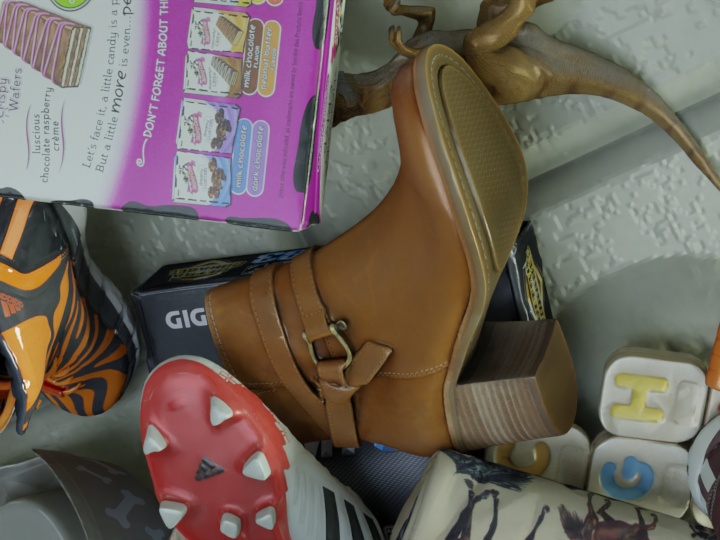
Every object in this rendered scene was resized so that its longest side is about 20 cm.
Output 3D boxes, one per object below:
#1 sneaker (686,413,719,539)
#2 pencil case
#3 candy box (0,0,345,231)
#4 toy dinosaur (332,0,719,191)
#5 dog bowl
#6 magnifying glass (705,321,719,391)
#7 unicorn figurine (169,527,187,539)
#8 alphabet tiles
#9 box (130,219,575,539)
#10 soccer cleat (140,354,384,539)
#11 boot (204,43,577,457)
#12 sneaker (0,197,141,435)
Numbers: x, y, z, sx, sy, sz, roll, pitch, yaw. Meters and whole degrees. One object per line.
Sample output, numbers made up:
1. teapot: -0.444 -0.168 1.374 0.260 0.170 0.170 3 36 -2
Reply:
1. sneaker: 0.244 0.092 1.186 0.199 0.116 0.076 -16 106 9
2. pencil case: 0.102 0.145 1.228 0.199 0.078 0.090 18 89 -5
3. candy box: -0.110 -0.095 1.163 0.199 0.061 0.137 7 94 7
4. toy dinosaur: 0.070 -0.097 1.226 0.199 0.060 0.107 2 111 -7
5. dog bowl: -0.148 0.184 1.346 0.200 0.058 0.201 2 93 57
6. magnifying glass: 0.188 -0.041 1.206 0.079 0.022 0.201 15 105 11
7. unicorn figurine: -0.068 0.228 1.239 0.074 0.201 0.137 -1 147 39
8. alphabet tiles: 0.148 0.136 1.273 0.195 0.015 0.201 8 108 -1
9. box: 0.006 0.085 1.319 0.199 0.050 0.199 -6 108 20
10. soccer cleat: -0.035 0.114 1.260 0.068 0.085 0.200 -29 108 23
11. boot: 0.000 0.000 1.214 0.154 0.074 0.201 -4 115 25
12. sneaker: -0.163 0.040 1.273 0.077 0.112 0.200 8 150 16
